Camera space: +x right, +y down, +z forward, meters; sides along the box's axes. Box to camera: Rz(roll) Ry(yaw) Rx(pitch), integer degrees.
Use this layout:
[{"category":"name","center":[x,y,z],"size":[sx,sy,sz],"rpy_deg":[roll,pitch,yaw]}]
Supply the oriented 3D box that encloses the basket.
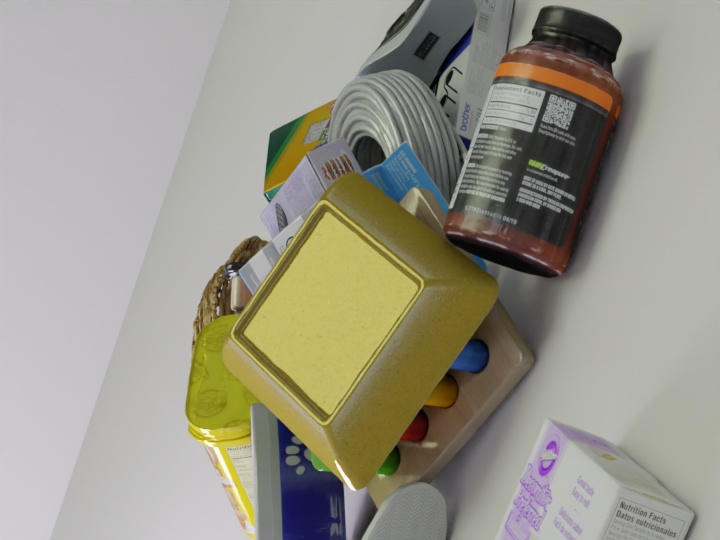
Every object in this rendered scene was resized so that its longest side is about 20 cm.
[{"category":"basket","center":[-0.141,0.081,1.961],"size":[0.149,0.141,0.202],"rpy_deg":[-47,26,53]}]

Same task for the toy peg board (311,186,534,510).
[{"category":"toy peg board","center":[0.011,0.064,1.329],"size":[0.200,0.097,0.201],"rpy_deg":[-52,50,27]}]

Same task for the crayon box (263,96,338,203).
[{"category":"crayon box","center":[-0.008,-0.140,1.760],"size":[0.198,0.058,0.119],"rpy_deg":[-25,34,19]}]

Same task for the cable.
[{"category":"cable","center":[0.033,-0.094,1.576],"size":[0.201,0.069,0.201],"rpy_deg":[65,152,25]}]

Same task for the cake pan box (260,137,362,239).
[{"category":"cake pan box","center":[-0.017,-0.007,1.588],"size":[0.201,0.052,0.184],"rpy_deg":[62,158,9]}]

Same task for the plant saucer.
[{"category":"plant saucer","center":[-0.016,0.038,1.285],"size":[0.200,0.048,0.201],"rpy_deg":[39,97,38]}]

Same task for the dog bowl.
[{"category":"dog bowl","center":[-0.058,0.221,1.463],"size":[0.200,0.078,0.203],"rpy_deg":[178,90,-86]}]

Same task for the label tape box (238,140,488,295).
[{"category":"label tape box","center":[0.000,0.000,1.458],"size":[0.200,0.144,0.066],"rpy_deg":[-40,-12,35]}]

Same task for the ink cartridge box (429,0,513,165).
[{"category":"ink cartridge box","center":[0.106,-0.191,1.636],"size":[0.094,0.044,0.202],"rpy_deg":[-45,28,54]}]

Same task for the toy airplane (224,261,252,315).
[{"category":"toy airplane","center":[-0.062,0.044,1.802],"size":[0.200,0.139,0.202],"rpy_deg":[-75,-24,-60]}]

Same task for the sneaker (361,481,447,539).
[{"category":"sneaker","center":[0.006,0.264,1.334],"size":[0.202,0.073,0.115],"rpy_deg":[-71,18,-3]}]

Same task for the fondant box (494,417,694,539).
[{"category":"fondant box","center":[0.123,0.212,1.019],"size":[0.202,0.058,0.144],"rpy_deg":[-67,15,6]}]

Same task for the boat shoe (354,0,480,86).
[{"category":"boat shoe","center":[0.058,-0.240,1.656],"size":[0.200,0.069,0.067],"rpy_deg":[-51,16,41]}]

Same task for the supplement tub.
[{"category":"supplement tub","center":[0.144,-0.103,1.271],"size":[0.202,0.106,0.107],"rpy_deg":[-70,15,-5]}]

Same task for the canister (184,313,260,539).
[{"category":"canister","center":[-0.109,0.167,1.662],"size":[0.201,0.085,0.150],"rpy_deg":[72,-164,-44]}]
